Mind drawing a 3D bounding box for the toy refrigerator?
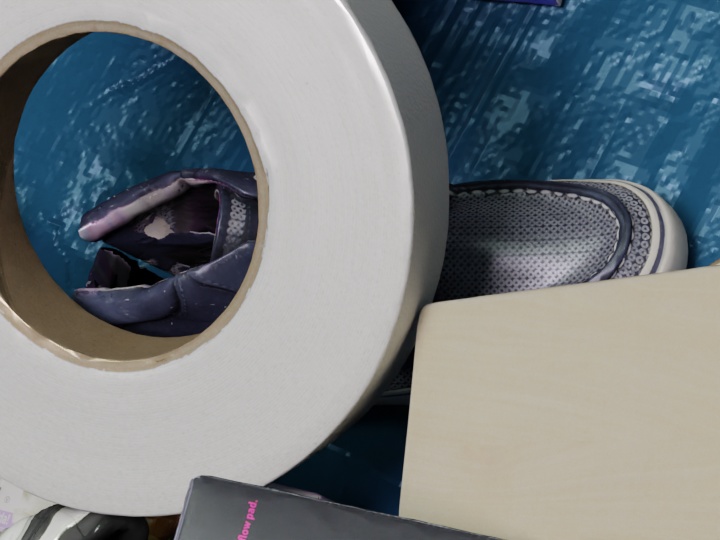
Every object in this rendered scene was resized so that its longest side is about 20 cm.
[{"bbox_3d":[0.096,0.044,0.715,0.200,0.070,0.076,-10,72,56],"label":"toy refrigerator"}]

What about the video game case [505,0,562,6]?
[{"bbox_3d":[0.011,-0.195,0.987,0.199,0.045,0.182,10,72,35],"label":"video game case"}]

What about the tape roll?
[{"bbox_3d":[-0.071,-0.026,0.810,0.202,0.037,0.204,4,102,21],"label":"tape roll"}]

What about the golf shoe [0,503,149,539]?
[{"bbox_3d":[-0.091,0.169,0.815,0.092,0.072,0.201,-33,58,44],"label":"golf shoe"}]

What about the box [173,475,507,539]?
[{"bbox_3d":[-0.014,0.177,0.733,0.114,0.132,0.201,13,70,10],"label":"box"}]

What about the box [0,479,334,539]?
[{"bbox_3d":[-0.088,0.082,0.904,0.199,0.041,0.039,9,72,36],"label":"box"}]

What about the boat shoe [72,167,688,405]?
[{"bbox_3d":[0.000,0.000,0.860,0.199,0.093,0.075,-16,58,24],"label":"boat shoe"}]

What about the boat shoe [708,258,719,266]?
[{"bbox_3d":[0.164,0.062,0.739,0.200,0.072,0.072,35,86,39],"label":"boat shoe"}]
